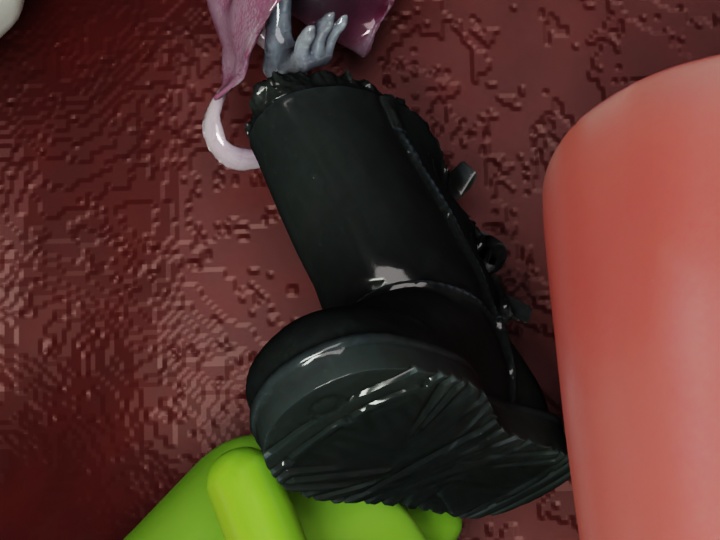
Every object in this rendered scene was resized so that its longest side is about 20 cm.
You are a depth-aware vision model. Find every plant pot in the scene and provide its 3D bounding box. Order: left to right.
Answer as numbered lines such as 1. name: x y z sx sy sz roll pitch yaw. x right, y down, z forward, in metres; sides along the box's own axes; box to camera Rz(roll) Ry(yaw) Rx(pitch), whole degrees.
1. plant pot: 0.156 0.047 0.731 0.200 0.201 0.178 7 62 1

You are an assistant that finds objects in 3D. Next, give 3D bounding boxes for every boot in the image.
1. boot: 0.000 -0.001 0.752 0.073 0.198 0.163 -31 65 19

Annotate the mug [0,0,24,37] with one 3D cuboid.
1. mug: -0.204 -0.110 0.799 0.153 0.186 0.150 -39 109 -16

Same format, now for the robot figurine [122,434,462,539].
1. robot figurine: -0.046 0.139 0.754 0.116 0.176 0.200 42 49 3

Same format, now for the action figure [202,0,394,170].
1. action figure: -0.060 -0.163 0.861 0.200 0.134 0.149 38 124 19
